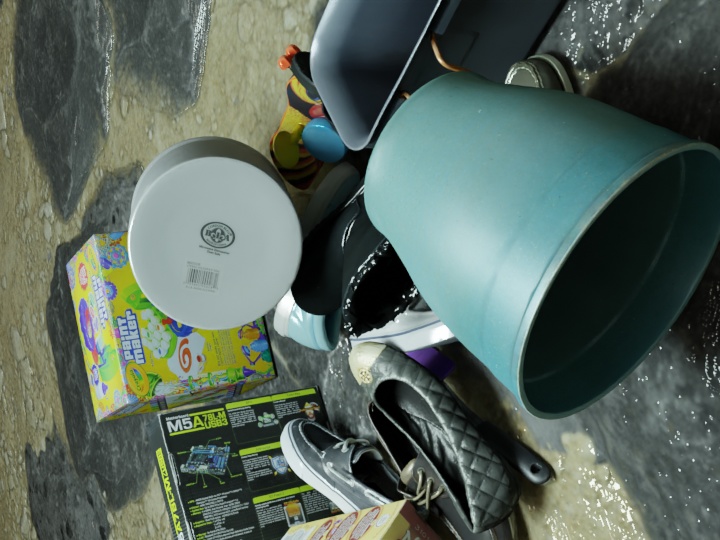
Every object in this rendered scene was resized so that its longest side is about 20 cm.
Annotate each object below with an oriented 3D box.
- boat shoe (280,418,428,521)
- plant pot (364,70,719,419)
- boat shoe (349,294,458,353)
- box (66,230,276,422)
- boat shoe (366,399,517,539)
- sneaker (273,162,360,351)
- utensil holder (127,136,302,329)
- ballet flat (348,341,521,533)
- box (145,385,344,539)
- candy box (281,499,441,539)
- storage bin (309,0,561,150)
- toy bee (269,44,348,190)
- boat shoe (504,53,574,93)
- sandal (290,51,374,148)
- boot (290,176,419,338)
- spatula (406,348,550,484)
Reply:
[{"bbox_3d":[-0.006,0.203,1.072,0.200,0.071,0.068,41,122,38],"label":"boat shoe"},{"bbox_3d":[0.109,-0.035,0.713,0.188,0.199,0.201,38,127,35],"label":"plant pot"},{"bbox_3d":[0.044,0.040,0.966,0.200,0.073,0.066,-16,87,55],"label":"boat shoe"},{"bbox_3d":[-0.231,0.060,1.278,0.122,0.192,0.201,-30,70,54],"label":"box"},{"bbox_3d":[0.066,0.188,0.958,0.200,0.073,0.075,54,137,37],"label":"boat shoe"},{"bbox_3d":[-0.022,-0.009,1.079,0.082,0.074,0.201,26,116,18],"label":"sneaker"},{"bbox_3d":[-0.142,-0.042,1.027,0.200,0.169,0.171,-135,44,-77],"label":"utensil holder"},{"bbox_3d":[0.057,0.136,0.904,0.200,0.057,0.067,45,141,21],"label":"ballet flat"},{"bbox_3d":[-0.109,0.232,1.117,0.048,0.199,0.194,-43,62,49],"label":"box"},{"bbox_3d":[0.007,0.290,1.002,0.117,0.056,0.200,50,139,-10],"label":"candy box"},{"bbox_3d":[0.069,-0.191,0.827,0.146,0.134,0.200,65,143,32],"label":"storage bin"},{"bbox_3d":[-0.041,-0.168,1.030,0.200,0.109,0.131,-46,13,29],"label":"toy bee"},{"bbox_3d":[0.126,-0.068,0.833,0.072,0.060,0.203,19,111,54],"label":"boat shoe"},{"bbox_3d":[0.014,-0.127,0.920,0.200,0.075,0.048,35,122,15],"label":"sandal"},{"bbox_3d":[0.000,0.001,0.946,0.199,0.073,0.163,-51,22,25],"label":"boot"},{"bbox_3d":[0.096,0.127,0.938,0.200,0.056,0.021,38,160,38],"label":"spatula"}]
